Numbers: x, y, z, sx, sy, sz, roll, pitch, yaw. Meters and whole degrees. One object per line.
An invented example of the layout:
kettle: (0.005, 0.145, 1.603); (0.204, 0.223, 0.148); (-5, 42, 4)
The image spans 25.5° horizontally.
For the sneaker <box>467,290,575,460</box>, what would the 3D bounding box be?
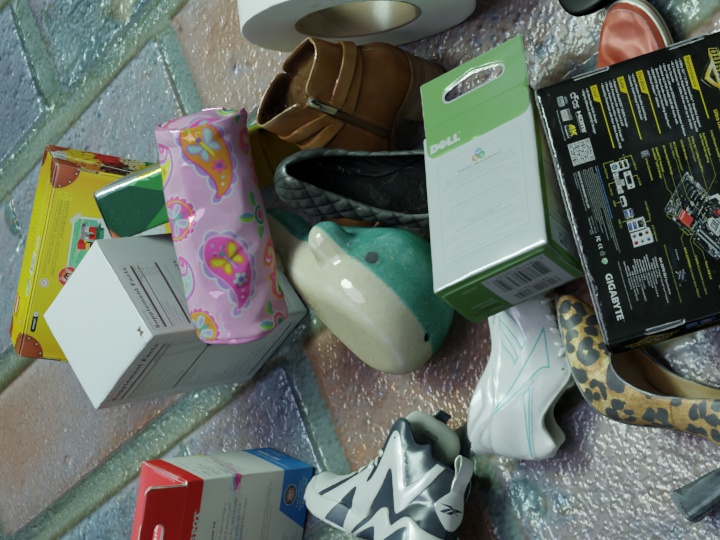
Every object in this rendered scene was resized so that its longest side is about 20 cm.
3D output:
sneaker: (0.141, 0.055, 1.274); (0.079, 0.070, 0.203); (10, 99, 28)

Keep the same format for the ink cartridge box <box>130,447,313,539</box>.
ink cartridge box: (-0.142, 0.232, 1.448); (0.067, 0.199, 0.118); (17, 101, 43)

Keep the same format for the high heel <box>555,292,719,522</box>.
high heel: (0.236, 0.070, 1.159); (0.201, 0.071, 0.143); (54, 132, 11)

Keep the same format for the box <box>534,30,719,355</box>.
box: (0.226, -0.058, 1.144); (0.158, 0.049, 0.202); (-17, 76, 9)

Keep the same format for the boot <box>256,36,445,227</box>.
boot: (-0.027, -0.111, 1.367); (0.074, 0.154, 0.201); (45, 118, 40)

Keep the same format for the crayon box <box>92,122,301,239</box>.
crayon box: (-0.130, -0.093, 1.455); (0.198, 0.127, 0.051); (-20, 99, 16)

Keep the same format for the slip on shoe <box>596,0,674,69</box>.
slip on shoe: (0.199, -0.108, 1.212); (0.074, 0.061, 0.203); (6, 93, 46)

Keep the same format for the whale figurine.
whale figurine: (0.000, 0.000, 1.368); (0.104, 0.160, 0.199); (-44, 50, -14)

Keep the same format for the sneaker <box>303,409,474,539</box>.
sneaker: (0.033, 0.175, 1.370); (0.131, 0.079, 0.199); (-65, 25, -3)

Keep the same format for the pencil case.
pencil case: (-0.117, -0.036, 1.357); (0.087, 0.087, 0.202); (-1, 106, 44)

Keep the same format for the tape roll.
tape roll: (-0.004, -0.223, 1.315); (0.202, 0.202, 0.038); (-13, 80, 43)

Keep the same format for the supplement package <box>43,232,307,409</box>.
supplement package: (-0.169, 0.039, 1.469); (0.114, 0.199, 0.110); (-49, 64, 32)

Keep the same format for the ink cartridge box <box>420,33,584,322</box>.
ink cartridge box: (0.108, -0.072, 1.237); (0.103, 0.059, 0.202); (-25, 51, 30)

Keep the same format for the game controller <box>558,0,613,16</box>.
game controller: (0.217, -0.277, 1.199); (0.200, 0.042, 0.105); (-36, 47, 39)

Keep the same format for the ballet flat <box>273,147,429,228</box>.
ballet flat: (0.027, -0.070, 1.315); (0.057, 0.197, 0.067); (99, 170, -84)

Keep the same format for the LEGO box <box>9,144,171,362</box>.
LEGO box: (-0.257, -0.010, 1.590); (0.077, 0.147, 0.202); (-138, 60, -64)
